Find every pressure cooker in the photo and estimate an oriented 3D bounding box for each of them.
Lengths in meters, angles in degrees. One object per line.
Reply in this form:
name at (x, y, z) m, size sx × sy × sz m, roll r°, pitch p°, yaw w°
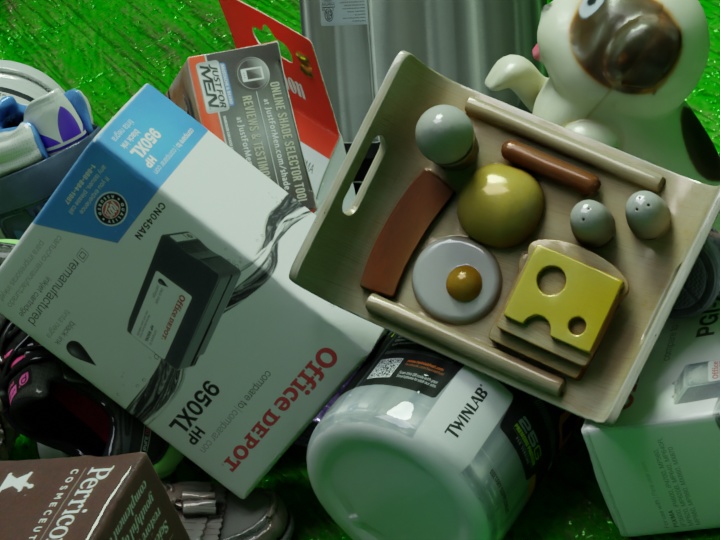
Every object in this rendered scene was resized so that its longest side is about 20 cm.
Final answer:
pressure cooker at (0.044, -0.129, 1.658) m, size 0.179 × 0.200 × 0.176 m, roll -5°, pitch 7°, yaw -9°

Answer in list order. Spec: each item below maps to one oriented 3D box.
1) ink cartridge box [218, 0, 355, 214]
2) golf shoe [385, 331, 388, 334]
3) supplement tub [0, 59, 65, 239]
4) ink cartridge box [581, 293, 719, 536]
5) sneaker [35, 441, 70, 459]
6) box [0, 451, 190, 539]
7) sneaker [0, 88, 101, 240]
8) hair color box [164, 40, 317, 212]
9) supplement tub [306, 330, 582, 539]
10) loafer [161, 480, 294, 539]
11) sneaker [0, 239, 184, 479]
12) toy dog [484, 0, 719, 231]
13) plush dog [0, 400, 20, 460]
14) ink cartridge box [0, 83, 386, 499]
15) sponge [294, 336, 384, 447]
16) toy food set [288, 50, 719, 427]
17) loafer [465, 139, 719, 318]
ink cartridge box at (-0.059, -0.076, 1.625) m, size 0.047 × 0.200 × 0.160 m, roll -25°, pitch 29°, yaw -18°
golf shoe at (0.000, 0.000, 1.519) m, size 0.075 × 0.092 × 0.200 m, roll 29°, pitch 44°, yaw 32°
supplement tub at (-0.284, -0.059, 1.814) m, size 0.140 × 0.140 × 0.200 m, roll -16°, pitch 30°, yaw 12°
ink cartridge box at (0.235, 0.062, 1.319) m, size 0.200 × 0.085 × 0.146 m, roll -11°, pitch 32°, yaw 25°
sneaker at (-0.146, 0.064, 1.604) m, size 0.081 × 0.075 × 0.200 m, roll 3°, pitch 40°, yaw 17°
box at (-0.198, 0.213, 1.292) m, size 0.200 × 0.164 × 0.166 m, roll -6°, pitch 34°, yaw 27°
sneaker at (-0.169, -0.039, 1.511) m, size 0.081 × 0.146 × 0.200 m, roll -35°, pitch 41°, yaw -28°
hair color box at (-0.088, -0.065, 1.549) m, size 0.064 × 0.111 × 0.200 m, roll -11°, pitch -8°, yaw -16°
supplement tub at (0.066, 0.069, 1.385) m, size 0.123 × 0.123 × 0.200 m, roll 2°, pitch 39°, yaw 36°
loafer at (-0.142, 0.160, 1.440) m, size 0.200 × 0.063 × 0.072 m, roll -15°, pitch 31°, yaw 14°
sneaker at (-0.189, 0.053, 1.467) m, size 0.200 × 0.077 × 0.084 m, roll 42°, pitch 37°, yaw 22°
toy dog at (0.161, -0.085, 1.466) m, size 0.194 × 0.200 × 0.140 m, roll 8°, pitch 33°, yaw 22°
plush dog at (-0.269, 0.105, 1.549) m, size 0.160 × 0.200 × 0.172 m, roll 12°, pitch 42°, yaw -10°
ink cartridge box at (-0.096, 0.014, 1.406) m, size 0.145 × 0.200 × 0.084 m, roll -50°, pitch 4°, yaw 33°
sponge at (-0.091, 0.053, 1.545) m, size 0.200 × 0.030 × 0.112 m, roll 12°, pitch 41°, yaw 13°
toy food set at (0.079, -0.019, 1.294) m, size 0.200 × 0.060 × 0.144 m, roll 24°, pitch 84°, yaw 19°
loafer at (0.117, -0.028, 1.362) m, size 0.200 × 0.072 × 0.063 m, roll 22°, pitch 24°, yaw 20°
